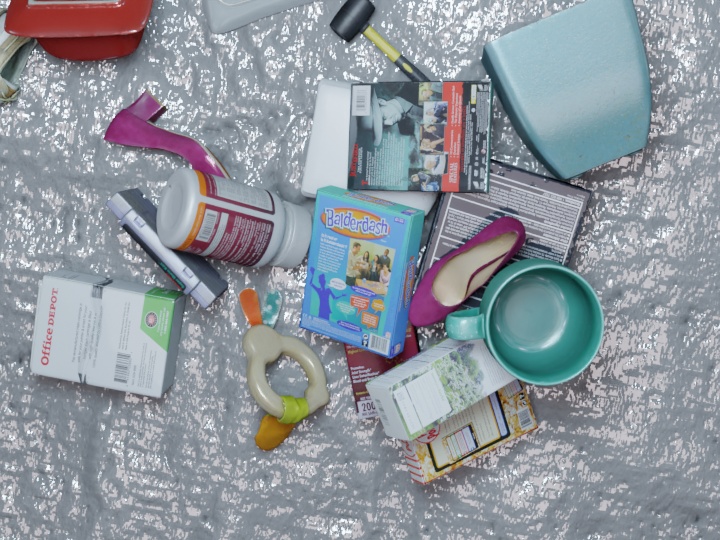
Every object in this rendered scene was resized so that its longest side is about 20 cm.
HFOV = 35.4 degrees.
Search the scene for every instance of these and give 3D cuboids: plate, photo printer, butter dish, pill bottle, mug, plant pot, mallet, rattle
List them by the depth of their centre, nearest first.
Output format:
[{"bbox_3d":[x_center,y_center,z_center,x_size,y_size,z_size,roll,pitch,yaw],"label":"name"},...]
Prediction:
[{"bbox_3d":[0.214,0.054,1.454,0.183,0.114,0.154,30,95,-4],"label":"mug"},{"bbox_3d":[0.286,-0.232,1.490,0.193,0.196,0.203,-22,93,6],"label":"plant pot"},{"bbox_3d":[-0.366,-0.357,1.555,0.195,0.149,0.203,0,57,3],"label":"butter dish"},{"bbox_3d":[-0.172,-0.066,1.556,0.197,0.109,0.111,14,101,-33],"label":"pill bottle"},{"bbox_3d":[-0.149,-0.457,1.576,0.196,0.032,0.204,-16,96,6],"label":"plate"},{"bbox_3d":[0.026,-0.168,1.582,0.196,0.069,0.170,12,99,5],"label":"photo printer"},{"bbox_3d":[0.039,-0.296,1.586,0.066,0.041,0.201,-40,98,7],"label":"mallet"},{"bbox_3d":[-0.139,0.141,1.663,0.129,0.143,0.201,-31,79,-24],"label":"rattle"}]

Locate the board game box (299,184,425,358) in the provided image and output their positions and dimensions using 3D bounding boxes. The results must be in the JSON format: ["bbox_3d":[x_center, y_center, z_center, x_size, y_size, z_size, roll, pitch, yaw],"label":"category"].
[{"bbox_3d":[0.000,0.000,1.544,0.150,0.045,0.204,17,109,25],"label":"board game box"}]

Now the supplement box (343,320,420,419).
[{"bbox_3d":[0.030,0.103,1.630,0.107,0.061,0.204,-11,97,6],"label":"supplement box"}]

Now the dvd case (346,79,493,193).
[{"bbox_3d":[0.078,-0.178,1.504,0.196,0.022,0.149,2,91,19],"label":"dvd case"}]

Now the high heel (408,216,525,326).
[{"bbox_3d":[0.133,0.003,1.469,0.067,0.096,0.200,41,99,-2],"label":"high heel"}]

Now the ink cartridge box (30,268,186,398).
[{"bbox_3d":[-0.366,0.089,1.641,0.196,0.084,0.149,11,99,2],"label":"ink cartridge box"}]

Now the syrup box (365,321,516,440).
[{"bbox_3d":[0.116,0.145,1.521,0.198,0.081,0.080,-28,99,-22],"label":"syrup box"}]

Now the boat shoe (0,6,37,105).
[{"bbox_3d":[-0.522,-0.268,1.605,0.067,0.075,0.203,23,98,6],"label":"boat shoe"}]

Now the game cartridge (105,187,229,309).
[{"bbox_3d":[-0.272,-0.032,1.595,0.038,0.130,0.200,-43,93,10],"label":"game cartridge"}]

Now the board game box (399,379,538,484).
[{"bbox_3d":[0.142,0.190,1.600,0.197,0.046,0.154,-21,98,-21],"label":"board game box"}]

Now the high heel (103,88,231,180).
[{"bbox_3d":[-0.271,-0.160,1.603,0.200,0.067,0.096,44,89,2],"label":"high heel"}]

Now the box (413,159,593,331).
[{"bbox_3d":[0.194,-0.045,1.566,0.196,0.123,0.202,18,98,3],"label":"box"}]
